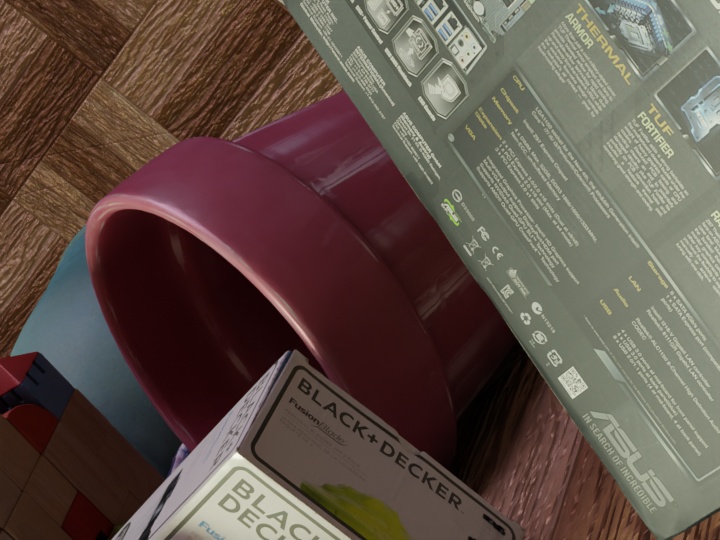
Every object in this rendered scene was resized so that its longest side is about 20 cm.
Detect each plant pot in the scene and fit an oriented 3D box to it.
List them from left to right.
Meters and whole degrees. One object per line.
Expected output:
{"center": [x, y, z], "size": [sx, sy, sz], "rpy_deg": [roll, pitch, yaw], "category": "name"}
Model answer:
{"center": [-0.128, 0.089, 1.146], "size": [0.200, 0.200, 0.188], "rpy_deg": [-47, 7, 36], "category": "plant pot"}
{"center": [0.000, 0.000, 0.919], "size": [0.179, 0.201, 0.200], "rpy_deg": [-38, 1, -26], "category": "plant pot"}

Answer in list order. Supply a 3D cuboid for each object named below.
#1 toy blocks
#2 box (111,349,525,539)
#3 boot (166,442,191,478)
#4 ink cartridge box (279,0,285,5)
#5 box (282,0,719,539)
{"center": [-0.164, 0.114, 0.887], "size": [0.100, 0.137, 0.201], "rpy_deg": [-30, 22, 30], "category": "toy blocks"}
{"center": [-0.043, 0.134, 0.756], "size": [0.200, 0.116, 0.060], "rpy_deg": [-45, 9, 38], "category": "box"}
{"center": [-0.069, 0.145, 0.964], "size": [0.073, 0.090, 0.200], "rpy_deg": [-50, 7, 13], "category": "boot"}
{"center": [0.078, -0.142, 0.987], "size": [0.145, 0.199, 0.084], "rpy_deg": [-56, 8, -26], "category": "ink cartridge box"}
{"center": [0.080, -0.046, 0.516], "size": [0.051, 0.201, 0.158], "rpy_deg": [-29, -10, -38], "category": "box"}
